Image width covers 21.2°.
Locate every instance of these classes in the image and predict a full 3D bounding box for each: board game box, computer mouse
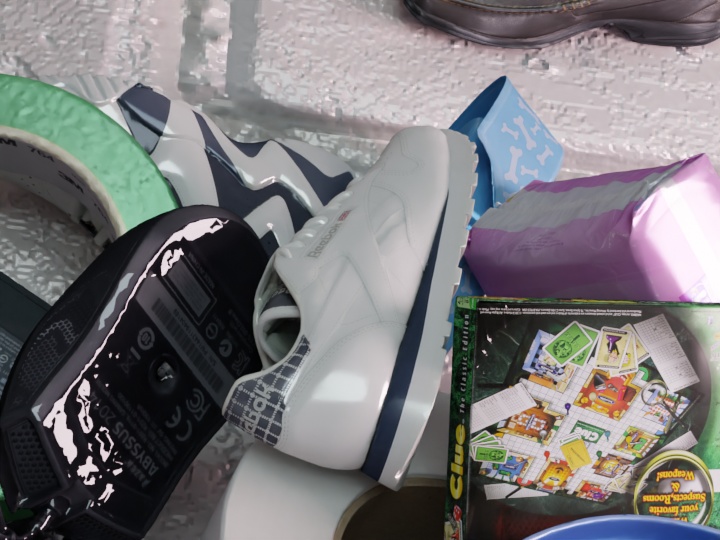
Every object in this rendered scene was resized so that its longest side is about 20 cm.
[{"bbox_3d":[0.126,0.064,0.791,0.199,0.023,0.105,2,89,-28],"label":"board game box"},{"bbox_3d":[-0.109,0.050,0.772,0.200,0.053,0.139,-52,125,-34],"label":"computer mouse"}]

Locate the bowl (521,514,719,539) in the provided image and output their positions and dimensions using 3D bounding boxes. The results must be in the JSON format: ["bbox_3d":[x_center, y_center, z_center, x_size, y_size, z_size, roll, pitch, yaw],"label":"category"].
[{"bbox_3d":[0.123,0.176,0.697,0.200,0.039,0.201,13,38,-10],"label":"bowl"}]

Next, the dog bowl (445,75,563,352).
[{"bbox_3d":[0.035,-0.007,0.947,0.050,0.111,0.200,38,60,-7],"label":"dog bowl"}]

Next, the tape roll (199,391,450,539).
[{"bbox_3d":[0.016,0.168,0.797,0.202,0.139,0.203,15,42,-14],"label":"tape roll"}]

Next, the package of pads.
[{"bbox_3d":[0.142,0.046,0.882,0.076,0.120,0.200,-40,109,-29],"label":"package of pads"}]

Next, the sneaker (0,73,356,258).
[{"bbox_3d":[-0.104,-0.013,0.931,0.199,0.080,0.130,19,51,-14],"label":"sneaker"}]

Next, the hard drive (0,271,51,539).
[{"bbox_3d":[-0.191,0.102,0.880,0.139,0.033,0.200,34,61,7],"label":"hard drive"}]

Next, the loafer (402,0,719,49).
[{"bbox_3d":[0.121,-0.170,1.068,0.199,0.072,0.073,-4,64,-13],"label":"loafer"}]

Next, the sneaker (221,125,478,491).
[{"bbox_3d":[0.000,0.000,0.804,0.080,0.077,0.200,14,40,0],"label":"sneaker"}]

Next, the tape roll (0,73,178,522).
[{"bbox_3d":[-0.174,0.012,0.860,0.200,0.048,0.201,1,72,-2],"label":"tape roll"}]
